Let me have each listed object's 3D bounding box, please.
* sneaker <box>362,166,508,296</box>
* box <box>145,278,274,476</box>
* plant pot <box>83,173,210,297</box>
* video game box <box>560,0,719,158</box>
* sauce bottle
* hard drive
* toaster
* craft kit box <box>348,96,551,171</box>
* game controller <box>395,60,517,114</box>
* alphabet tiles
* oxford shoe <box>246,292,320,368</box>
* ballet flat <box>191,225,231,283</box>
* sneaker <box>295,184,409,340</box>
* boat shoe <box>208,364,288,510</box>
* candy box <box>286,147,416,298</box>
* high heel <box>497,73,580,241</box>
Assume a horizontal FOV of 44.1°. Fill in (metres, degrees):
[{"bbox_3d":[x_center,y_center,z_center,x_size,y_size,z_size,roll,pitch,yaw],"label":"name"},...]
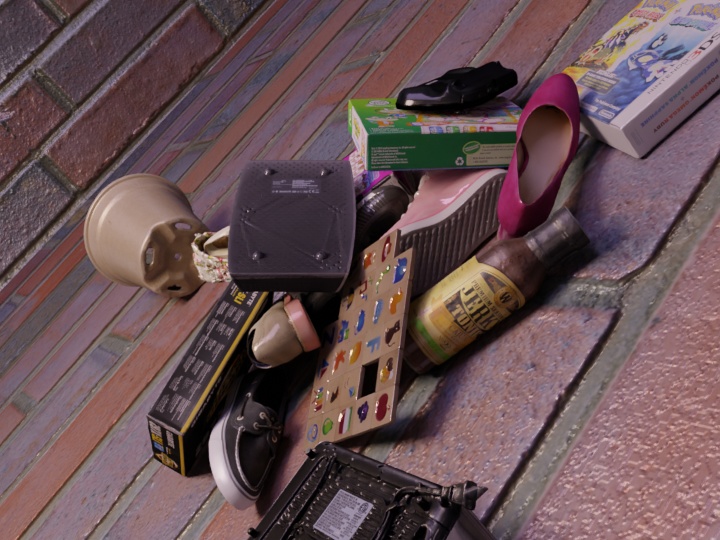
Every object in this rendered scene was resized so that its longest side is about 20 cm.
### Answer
[{"bbox_3d":[0.075,-0.049,0.967,0.199,0.076,0.105,-36,28,-4],"label":"sneaker"},{"bbox_3d":[-0.164,0.114,0.993,0.201,0.049,0.160,-61,-4,-29],"label":"box"},{"bbox_3d":[-0.335,-0.044,1.476,0.201,0.201,0.183,-47,36,-11],"label":"plant pot"},{"bbox_3d":[0.302,-0.213,0.930,0.182,0.047,0.200,-39,24,3],"label":"video game box"},{"bbox_3d":[0.116,0.015,0.814,0.199,0.065,0.065,-39,24,13],"label":"sauce bottle"},{"bbox_3d":[-0.071,-0.050,0.960,0.133,0.043,0.201,0,41,0],"label":"hard drive"},{"bbox_3d":[0.001,0.224,0.584,0.181,0.119,0.199,-53,26,-20],"label":"toaster"},{"bbox_3d":[0.092,-0.159,1.012,0.198,0.049,0.198,-3,19,-6],"label":"craft kit box"},{"bbox_3d":[0.118,-0.216,1.062,0.103,0.043,0.200,-6,16,28],"label":"game controller"},{"bbox_3d":[0.000,0.065,0.858,0.167,0.007,0.202,-32,42,54],"label":"alphabet tiles"},{"bbox_3d":[-0.094,0.069,0.973,0.073,0.071,0.200,-27,-3,-9],"label":"oxford shoe"},{"bbox_3d":[-0.123,-0.024,1.023,0.198,0.064,0.076,-9,32,35],"label":"ballet flat"},{"bbox_3d":[0.000,0.000,0.998,0.201,0.066,0.091,-54,31,16],"label":"sneaker"},{"bbox_3d":[-0.110,0.161,0.921,0.056,0.069,0.201,-34,23,16],"label":"boat shoe"},{"bbox_3d":[-0.026,-0.072,1.099,0.199,0.061,0.137,-35,28,17],"label":"candy box"},{"bbox_3d":[0.178,-0.123,0.864,0.096,0.067,0.201,92,-156,-71],"label":"high heel"}]
